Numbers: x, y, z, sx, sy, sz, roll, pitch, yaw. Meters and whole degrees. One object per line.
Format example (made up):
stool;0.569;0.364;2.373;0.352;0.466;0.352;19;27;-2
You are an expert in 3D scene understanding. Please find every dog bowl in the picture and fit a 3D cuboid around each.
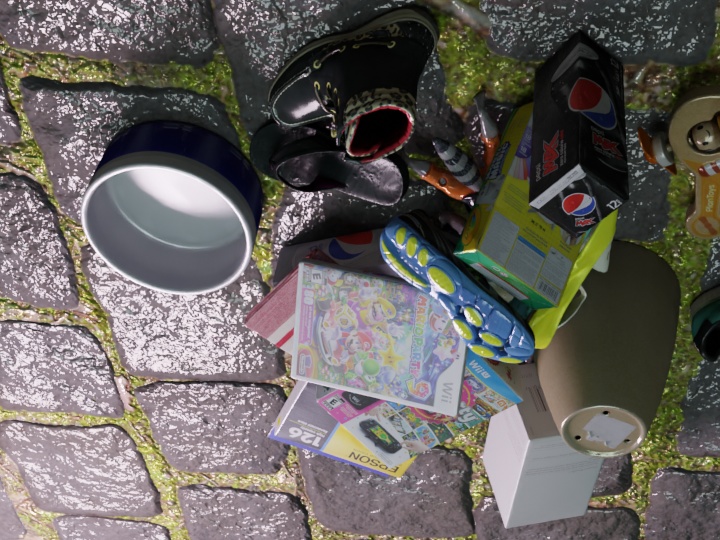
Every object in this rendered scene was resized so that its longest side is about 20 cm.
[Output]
dog bowl;-0.213;-0.069;1.291;0.197;0.079;0.202;5;135;5

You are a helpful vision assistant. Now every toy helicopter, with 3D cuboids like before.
toy helicopter;0.347;-0.104;1.150;0.130;0.080;0.201;0;139;12

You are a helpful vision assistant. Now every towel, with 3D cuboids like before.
towel;-0.019;0.068;1.334;0.199;0.023;0.144;34;124;-23

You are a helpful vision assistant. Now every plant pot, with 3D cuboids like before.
plant pot;0.275;0.102;1.282;0.185;0.201;0.189;5;135;5

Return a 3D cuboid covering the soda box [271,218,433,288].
soda box;0.000;0.000;1.329;0.198;0.064;0.069;-10;132;21

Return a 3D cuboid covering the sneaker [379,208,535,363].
sneaker;0.109;0.012;1.154;0.200;0.083;0.071;45;135;1

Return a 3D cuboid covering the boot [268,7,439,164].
boot;-0.019;-0.163;1.103;0.202;0.155;0.074;-22;128;29

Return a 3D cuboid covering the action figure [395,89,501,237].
action figure;0.111;-0.060;1.194;0.199;0.105;0.194;-35;105;8

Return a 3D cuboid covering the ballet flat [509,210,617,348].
ballet flat;0.225;-0.003;1.201;0.067;0.067;0.201;30;97;-23

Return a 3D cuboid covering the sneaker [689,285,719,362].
sneaker;0.455;0.036;1.264;0.071;0.080;0.200;30;133;-19

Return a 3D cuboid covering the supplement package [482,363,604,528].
supplement package;0.236;0.221;1.450;0.115;0.118;0.201;-7;137;-11

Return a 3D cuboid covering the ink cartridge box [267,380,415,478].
ink cartridge box;-0.014;0.224;1.575;0.195;0.047;0.201;20;133;-10

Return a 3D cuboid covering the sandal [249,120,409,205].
sandal;-0.044;-0.112;1.196;0.198;0.048;0.076;14;126;30

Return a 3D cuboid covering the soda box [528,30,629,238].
soda box;0.204;-0.131;1.058;0.063;0.201;0.071;31;133;-21

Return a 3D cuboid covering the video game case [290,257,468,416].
video game case;0.021;0.073;1.251;0.197;0.018;0.145;11;111;15

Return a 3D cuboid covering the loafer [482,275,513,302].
loafer;0.172;0.010;1.302;0.198;0.076;0.070;-18;129;35

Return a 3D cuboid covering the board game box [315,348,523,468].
board game box;0.068;0.132;1.328;0.199;0.065;0.148;-31;121;24

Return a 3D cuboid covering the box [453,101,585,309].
box;0.180;-0.077;1.141;0.117;0.202;0.048;33;161;-23
